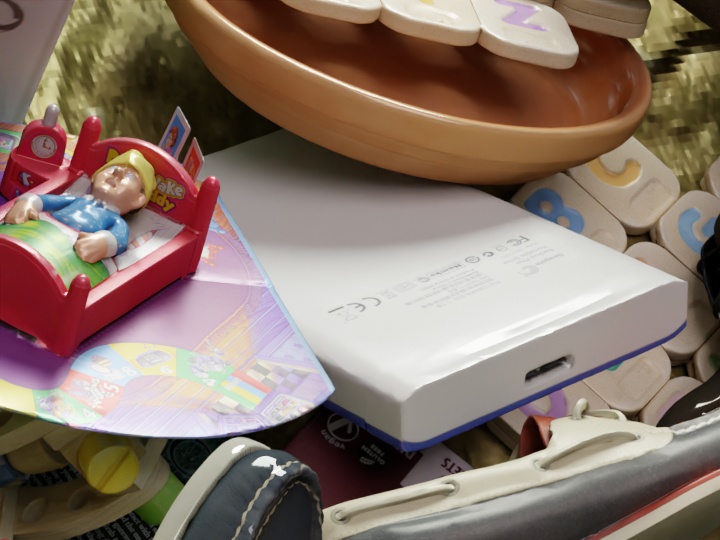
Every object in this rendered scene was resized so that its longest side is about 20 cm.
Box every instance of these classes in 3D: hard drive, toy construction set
[{"bbox_3d":[0.000,0.000,0.997,0.132,0.025,0.200,-21,32,-34],"label":"hard drive"},{"bbox_3d":[-0.115,0.093,0.858,0.092,0.131,0.200,57,19,-18],"label":"toy construction set"}]

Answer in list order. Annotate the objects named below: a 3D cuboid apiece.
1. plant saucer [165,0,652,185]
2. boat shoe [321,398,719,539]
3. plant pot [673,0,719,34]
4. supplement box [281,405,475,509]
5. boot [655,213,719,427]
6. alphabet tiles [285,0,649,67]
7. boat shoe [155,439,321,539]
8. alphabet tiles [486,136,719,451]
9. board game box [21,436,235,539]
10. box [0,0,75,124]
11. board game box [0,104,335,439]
[{"bbox_3d":[0.015,-0.087,1.084,0.200,0.037,0.200,15,25,-7],"label":"plant saucer"},{"bbox_3d":[0.067,0.076,0.913,0.200,0.071,0.063,-23,68,-27],"label":"boat shoe"},{"bbox_3d":[0.174,-0.166,1.107,0.200,0.187,0.187,7,53,-45],"label":"plant pot"},{"bbox_3d":[-0.024,0.140,0.914,0.109,0.061,0.200,38,54,5],"label":"supplement box"},{"bbox_3d":[0.153,0.019,1.082,0.097,0.075,0.200,44,44,19],"label":"boot"},{"bbox_3d":[0.015,-0.138,1.109,0.200,0.015,0.196,11,26,-14],"label":"alphabet tiles"},{"bbox_3d":[-0.040,0.143,0.801,0.062,0.075,0.200,-1,57,32],"label":"boat shoe"},{"bbox_3d":[0.139,0.029,1.115,0.196,0.015,0.200,42,54,8],"label":"alphabet tiles"},{"bbox_3d":[-0.056,0.143,0.956,0.135,0.028,0.200,-28,72,-33],"label":"board game box"},{"bbox_3d":[-0.187,-0.174,1.003,0.200,0.199,0.171,15,54,-14],"label":"box"},{"bbox_3d":[-0.095,-0.017,0.905,0.158,0.039,0.200,6,28,-26],"label":"board game box"}]
